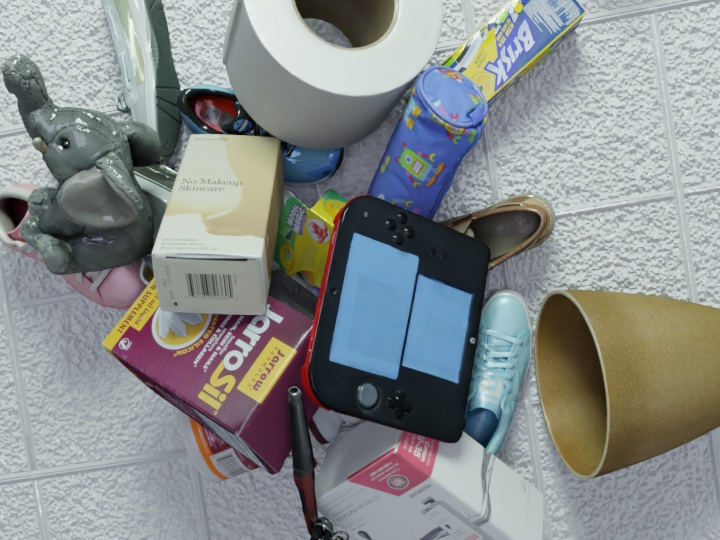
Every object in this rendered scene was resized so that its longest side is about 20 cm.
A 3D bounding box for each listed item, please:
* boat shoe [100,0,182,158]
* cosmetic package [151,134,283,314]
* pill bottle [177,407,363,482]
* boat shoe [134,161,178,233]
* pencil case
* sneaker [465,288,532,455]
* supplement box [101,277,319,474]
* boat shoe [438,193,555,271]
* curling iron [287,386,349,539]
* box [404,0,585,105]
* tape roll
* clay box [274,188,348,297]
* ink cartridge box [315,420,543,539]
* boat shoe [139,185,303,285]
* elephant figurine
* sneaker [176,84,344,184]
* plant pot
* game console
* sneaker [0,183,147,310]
[{"bbox_3d":[-0.246,-0.222,0.936,0.064,0.074,0.206,-10,88,12],"label":"boat shoe"},{"bbox_3d":[-0.134,-0.051,0.827,0.103,0.202,0.072,1,130,-2],"label":"cosmetic package"},{"bbox_3d":[-0.088,0.144,0.915,0.197,0.114,0.116,-21,91,6],"label":"pill bottle"},{"bbox_3d":[-0.266,-0.106,0.946,0.198,0.064,0.071,29,135,11],"label":"boat shoe"},{"bbox_3d":[0.062,-0.105,0.853,0.087,0.078,0.201,39,138,12],"label":"pencil case"},{"bbox_3d":[0.146,0.122,0.907,0.073,0.082,0.204,10,94,4],"label":"sneaker"},{"bbox_3d":[-0.135,0.086,0.835,0.198,0.104,0.132,25,69,29],"label":"supplement box"},{"bbox_3d":[0.113,-0.026,0.903,0.198,0.072,0.077,-29,89,15],"label":"boat shoe"},{"bbox_3d":[-0.045,0.195,0.807,0.049,0.026,0.203,8,120,31],"label":"curling iron"},{"bbox_3d":[0.140,-0.222,0.897,0.199,0.070,0.065,-41,88,6],"label":"box"},{"bbox_3d":[-0.032,-0.241,0.844,0.199,0.139,0.207,4,77,-15],"label":"tape roll"},{"bbox_3d":[0.000,0.000,0.895,0.199,0.115,0.048,37,51,7],"label":"clay box"},{"bbox_3d":[0.072,0.237,0.866,0.199,0.083,0.146,39,127,-15],"label":"ink cartridge box"},{"bbox_3d":[-0.157,-0.036,0.926,0.199,0.086,0.076,-23,91,6],"label":"boat shoe"},{"bbox_3d":[-0.257,-0.094,0.814,0.142,0.154,0.201,54,138,22],"label":"elephant figurine"},{"bbox_3d":[-0.114,-0.148,0.915,0.197,0.090,0.080,19,94,4],"label":"sneaker"},{"bbox_3d":[0.303,0.105,0.857,0.196,0.186,0.190,-5,92,-8],"label":"plant pot"},{"bbox_3d":[0.039,0.045,0.788,0.174,0.031,0.203,18,74,-22],"label":"game console"},{"bbox_3d":[-0.330,-0.024,0.936,0.199,0.105,0.076,40,94,1],"label":"sneaker"}]
